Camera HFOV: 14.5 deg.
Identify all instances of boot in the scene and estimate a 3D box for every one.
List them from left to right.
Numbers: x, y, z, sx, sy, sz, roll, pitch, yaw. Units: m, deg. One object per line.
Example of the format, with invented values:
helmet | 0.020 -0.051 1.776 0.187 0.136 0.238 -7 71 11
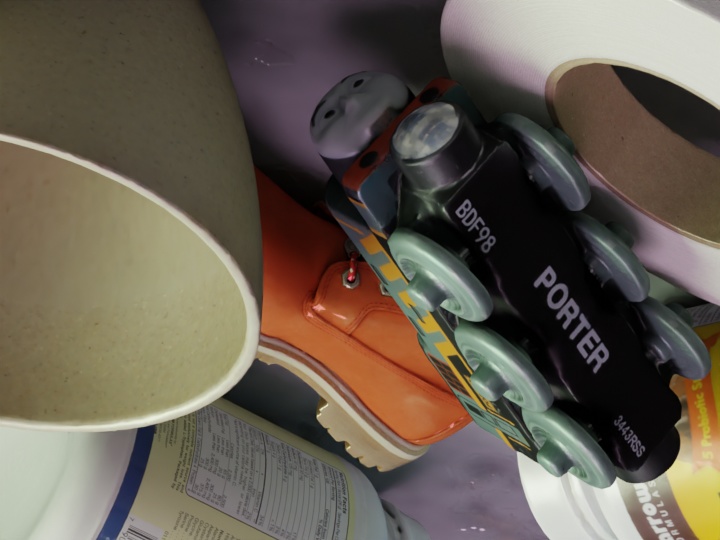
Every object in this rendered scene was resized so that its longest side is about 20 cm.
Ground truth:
boot | 0.000 0.000 1.174 0.107 0.075 0.200 -25 135 26

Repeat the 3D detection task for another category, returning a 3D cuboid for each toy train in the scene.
toy train | 0.053 0.005 1.078 0.114 0.085 0.200 26 160 49

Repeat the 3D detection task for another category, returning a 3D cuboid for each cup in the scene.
cup | -0.124 -0.052 1.048 0.199 0.144 0.201 6 147 4

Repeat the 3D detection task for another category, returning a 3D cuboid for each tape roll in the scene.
tape roll | 0.120 -0.053 1.007 0.202 0.037 0.203 29 159 13

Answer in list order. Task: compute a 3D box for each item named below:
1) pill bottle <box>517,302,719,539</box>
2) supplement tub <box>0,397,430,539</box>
pill bottle | 0.168 0.064 1.178 0.199 0.110 0.109 -15 140 33
supplement tub | -0.078 0.132 1.316 0.199 0.146 0.145 29 143 -27
